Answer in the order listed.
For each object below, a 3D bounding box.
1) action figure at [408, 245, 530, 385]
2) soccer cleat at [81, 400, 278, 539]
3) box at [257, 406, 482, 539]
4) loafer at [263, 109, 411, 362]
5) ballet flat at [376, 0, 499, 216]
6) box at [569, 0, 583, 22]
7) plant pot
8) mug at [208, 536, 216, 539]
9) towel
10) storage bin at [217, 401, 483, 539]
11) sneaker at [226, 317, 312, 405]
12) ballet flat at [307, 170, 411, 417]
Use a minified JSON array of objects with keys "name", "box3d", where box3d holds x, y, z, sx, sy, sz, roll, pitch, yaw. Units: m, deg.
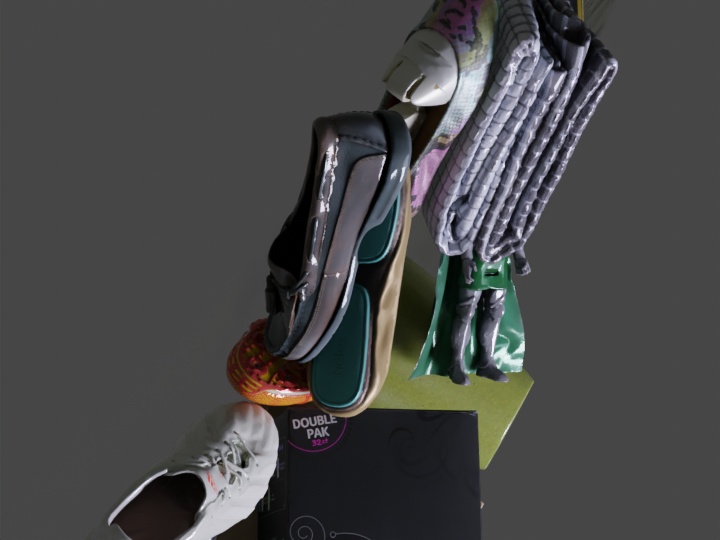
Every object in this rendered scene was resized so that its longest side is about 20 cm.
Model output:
[{"name":"action figure","box3d":[0.102,-0.006,1.248,0.118,0.055,0.201,-4,102,-35]},{"name":"soccer cleat","box3d":[-0.104,0.139,0.949,0.200,0.069,0.078,-42,173,-49]},{"name":"box","box3d":[0.004,0.207,1.096,0.124,0.148,0.201,135,-43,-70]},{"name":"loafer","box3d":[-0.033,-0.023,0.953,0.200,0.063,0.072,-64,-146,35]},{"name":"ballet flat","box3d":[0.036,-0.112,1.051,0.071,0.069,0.200,-14,140,-44]},{"name":"box","box3d":[0.150,-0.182,1.278,0.160,0.049,0.201,110,-16,-62]},{"name":"plant pot","box3d":[0.048,0.092,1.354,0.187,0.200,0.187,-59,173,-11]},{"name":"mug","box3d":[-0.128,0.254,1.026,0.175,0.147,0.201,-63,165,-86]},{"name":"towel","box3d":[0.105,-0.128,1.123,0.166,0.085,0.200,-101,-151,-51]},{"name":"storage bin","box3d":[-0.038,0.220,1.201,0.199,0.200,0.094,-58,-178,-18]},{"name":"sneaker","box3d":[-0.055,0.075,1.099,0.077,0.073,0.200,-46,172,14]},{"name":"ballet flat","box3d":[0.000,0.000,1.030,0.063,0.068,0.201,3,98,-69]}]
